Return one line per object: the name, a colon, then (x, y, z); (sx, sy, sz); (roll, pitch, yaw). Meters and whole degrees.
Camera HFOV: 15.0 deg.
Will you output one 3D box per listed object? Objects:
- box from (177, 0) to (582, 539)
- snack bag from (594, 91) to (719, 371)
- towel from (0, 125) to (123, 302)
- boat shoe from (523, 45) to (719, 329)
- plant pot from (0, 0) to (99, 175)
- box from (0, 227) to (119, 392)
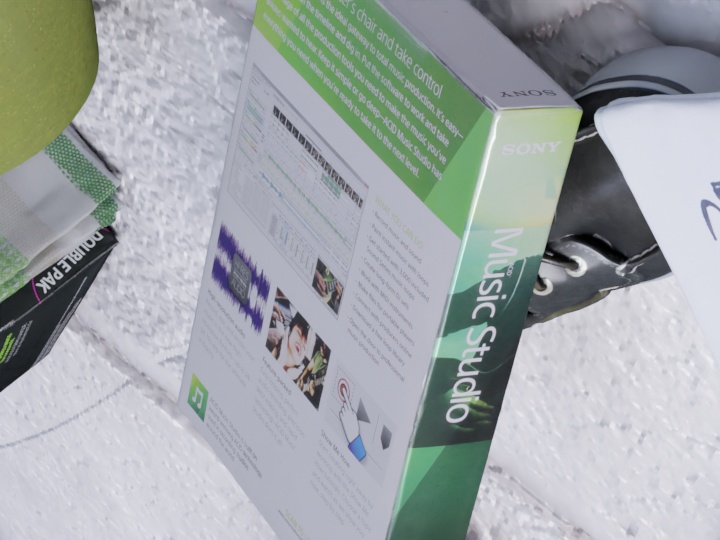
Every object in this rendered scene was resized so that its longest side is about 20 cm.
box: (0.000, 0.000, 0.887); (0.144, 0.036, 0.201); (48, 136, 45)
snack bag: (0.149, 0.029, 0.733); (0.200, 0.021, 0.189); (6, 129, 61)
towel: (-0.211, -0.023, 1.071); (0.149, 0.200, 0.031); (46, 151, 8)
boat shoe: (0.059, -0.012, 0.877); (0.069, 0.057, 0.200); (54, 148, -4)
plant pot: (-0.176, -0.130, 0.969); (0.187, 0.187, 0.200); (18, 150, 41)
box: (-0.231, 0.013, 1.131); (0.149, 0.200, 0.124); (47, 148, 5)
